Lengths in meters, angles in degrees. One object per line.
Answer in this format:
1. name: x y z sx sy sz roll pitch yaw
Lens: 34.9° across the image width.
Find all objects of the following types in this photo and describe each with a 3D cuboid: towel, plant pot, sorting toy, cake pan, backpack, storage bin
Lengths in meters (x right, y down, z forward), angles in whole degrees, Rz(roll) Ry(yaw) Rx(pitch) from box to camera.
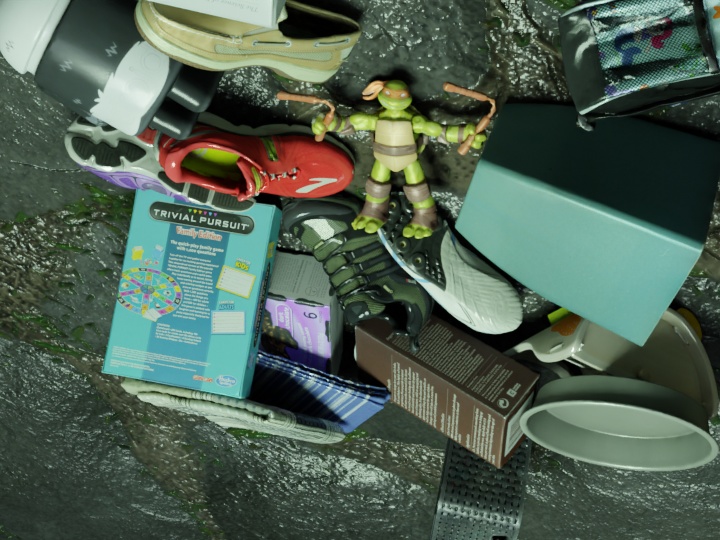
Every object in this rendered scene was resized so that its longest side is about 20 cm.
1. towel: -0.078 0.132 1.304 0.199 0.024 0.145 21 153 -11
2. plant pot: 0.198 -0.059 1.031 0.199 0.142 0.142 22 139 4
3. sorting toy: 0.246 0.093 1.218 0.199 0.107 0.180 25 151 -25
4. towel: -0.142 0.161 1.283 0.199 0.035 0.192 9 171 25
5. cake pan: 0.264 0.156 1.174 0.199 0.037 0.200 11 156 5
6. backpack: 0.252 -0.194 0.829 0.199 0.178 0.151 -5 105 22
7. storage bin: 0.140 0.226 1.311 0.093 0.201 0.136 10 139 5

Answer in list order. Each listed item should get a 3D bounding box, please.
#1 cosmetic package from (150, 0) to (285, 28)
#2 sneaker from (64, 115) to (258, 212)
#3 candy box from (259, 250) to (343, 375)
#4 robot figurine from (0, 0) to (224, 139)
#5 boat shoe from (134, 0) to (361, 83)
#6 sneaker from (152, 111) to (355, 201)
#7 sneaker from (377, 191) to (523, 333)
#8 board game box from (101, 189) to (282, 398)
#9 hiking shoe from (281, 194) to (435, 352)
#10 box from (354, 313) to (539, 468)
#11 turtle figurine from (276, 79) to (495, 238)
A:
1. cosmetic package: -0.140 -0.315 0.861 0.198 0.123 0.201 14 138 3
2. sneaker: -0.198 -0.110 1.163 0.199 0.081 0.083 18 165 -5
3. candy box: -0.122 0.052 1.300 0.199 0.072 0.168 9 140 8
4. robot figurine: -0.222 -0.201 1.018 0.199 0.125 0.151 29 97 -15
5. boat shoe: -0.088 -0.211 0.958 0.199 0.072 0.076 0 157 -38
6. sneaker: -0.099 -0.094 1.094 0.199 0.085 0.077 6 124 -18
7. sneaker: 0.084 -0.003 1.183 0.200 0.072 0.072 42 161 -17
8. board game box: -0.174 0.021 1.198 0.150 0.201 0.047 10 176 7
9. hiking shoe: 0.000 0.000 1.182 0.200 0.101 0.076 34 136 -19
10. box: 0.091 0.117 1.248 0.199 0.075 0.100 29 145 24
11. turtle figurine: 0.024 -0.114 1.073 0.199 0.065 0.162 2 123 5
